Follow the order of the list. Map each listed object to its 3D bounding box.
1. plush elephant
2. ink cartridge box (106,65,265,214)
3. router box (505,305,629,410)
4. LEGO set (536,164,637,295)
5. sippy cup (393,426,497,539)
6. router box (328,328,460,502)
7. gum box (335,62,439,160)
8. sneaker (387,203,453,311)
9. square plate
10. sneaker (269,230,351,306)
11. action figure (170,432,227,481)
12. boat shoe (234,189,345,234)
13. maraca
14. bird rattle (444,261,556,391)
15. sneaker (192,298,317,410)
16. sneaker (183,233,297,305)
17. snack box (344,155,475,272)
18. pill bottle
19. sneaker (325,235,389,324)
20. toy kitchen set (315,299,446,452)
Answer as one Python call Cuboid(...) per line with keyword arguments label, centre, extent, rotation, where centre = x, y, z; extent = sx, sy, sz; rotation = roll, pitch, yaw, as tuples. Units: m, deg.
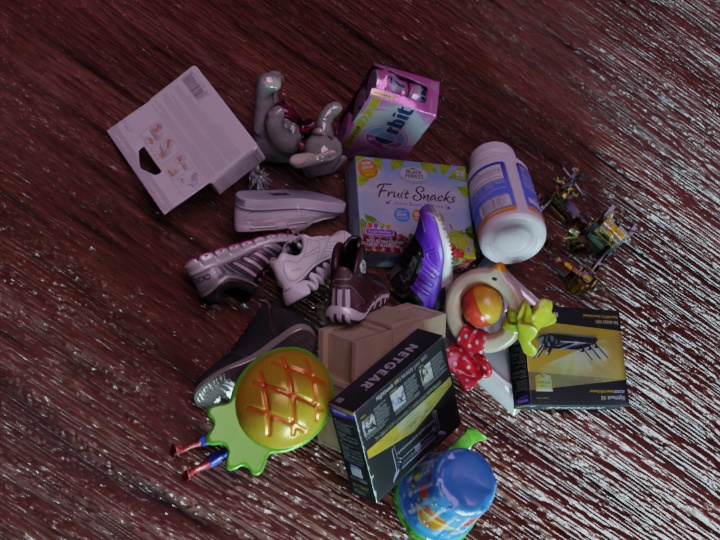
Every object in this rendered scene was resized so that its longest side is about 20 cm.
Cuboid(label="plush elephant", centre=(-0.092, -0.213, 1.722), extent=(0.152, 0.165, 0.203), rotation=(6, 94, -2))
Cuboid(label="ink cartridge box", centre=(-0.270, -0.194, 1.680), extent=(0.175, 0.045, 0.201), rotation=(-37, 63, -3))
Cuboid(label="router box", centre=(0.333, 0.142, 1.751), extent=(0.197, 0.052, 0.160), rotation=(3, 75, -27))
Cuboid(label="LEGO set", centre=(0.367, -0.070, 1.841), extent=(0.153, 0.116, 0.201), rotation=(-35, 82, -28))
Cuboid(label="sippy cup", centre=(0.131, 0.320, 1.585), extent=(0.138, 0.130, 0.180), rotation=(-1, 68, -20))
Cuboid(label="router box", centre=(0.053, 0.204, 1.548), extent=(0.199, 0.052, 0.159), rotation=(-36, 125, -36))
Cuboid(label="gum box", centre=(0.041, -0.247, 1.754), extent=(0.112, 0.200, 0.067), rotation=(14, 64, -15))
Cuboid(label="sneaker", centre=(0.089, -0.007, 1.688), extent=(0.098, 0.202, 0.070), rotation=(-11, 38, -5))
Cuboid(label="square plate", centre=(0.233, 0.097, 1.774), extent=(0.198, 0.028, 0.200), rotation=(41, 61, 2))
Cuboid(label="sneaker", centre=(-0.070, -0.025, 1.658), extent=(0.082, 0.075, 0.200), rotation=(55, 33, -7))
Cuboid(label="action figure", centre=(-0.171, 0.234, 1.564), extent=(0.198, 0.052, 0.066), rotation=(-24, 74, -29))
Cuboid(label="boat shoe", centre=(-0.111, -0.087, 1.709), extent=(0.198, 0.072, 0.067), rotation=(-4, 112, -42))
Cuboid(label="maraca", centre=(-0.124, 0.193, 1.517), extent=(0.199, 0.107, 0.138), rotation=(-39, 87, -22))
Cuboid(label="bird rattle", centre=(0.195, 0.078, 1.671), extent=(0.112, 0.199, 0.165), rotation=(-19, 83, -57))
Cuboid(label="sneaker", centre=(-0.164, 0.125, 1.608), extent=(0.198, 0.075, 0.106), rotation=(-30, 35, -6))
Cuboid(label="sneaker", centre=(-0.171, 0.000, 1.650), extent=(0.198, 0.073, 0.089), rotation=(-19, 95, -37))
Cuboid(label="snack box", centre=(0.079, -0.091, 1.777), extent=(0.197, 0.068, 0.171), rotation=(5, 66, -19))
Cuboid(label="pill bottle", centre=(0.234, -0.118, 1.797), extent=(0.111, 0.113, 0.202), rotation=(9, 43, -15))
Cuboid(label="sneaker", centre=(0.000, 0.000, 1.624), extent=(0.075, 0.200, 0.117), rotation=(3, 104, 11))
Cuboid(label="toy kitchen set", centre=(0.003, 0.147, 1.651), extent=(0.199, 0.162, 0.183), rotation=(-14, 111, -45))
